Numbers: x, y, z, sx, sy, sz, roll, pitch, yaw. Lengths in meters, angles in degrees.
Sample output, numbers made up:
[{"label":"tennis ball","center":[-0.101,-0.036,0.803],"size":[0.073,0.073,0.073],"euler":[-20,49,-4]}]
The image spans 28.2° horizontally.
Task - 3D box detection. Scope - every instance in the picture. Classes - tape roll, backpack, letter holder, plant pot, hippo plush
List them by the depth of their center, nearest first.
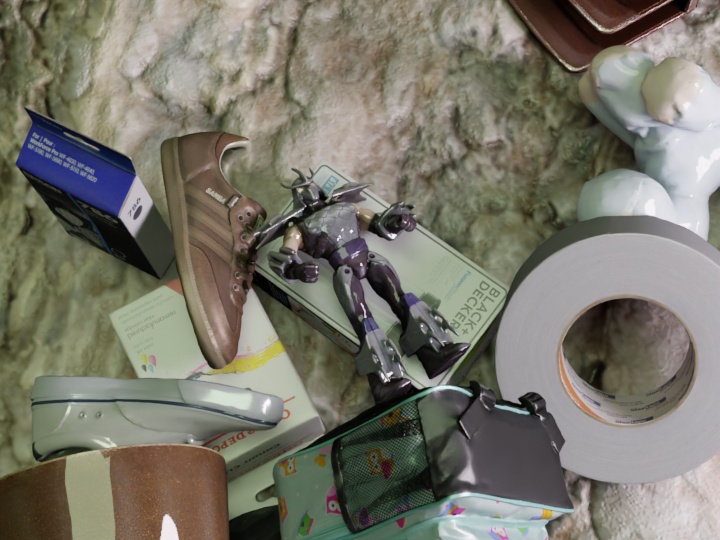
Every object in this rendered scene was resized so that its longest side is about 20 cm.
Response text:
[{"label":"plant pot","center":[-0.167,0.246,1.001],"size":[0.186,0.187,0.200],"euler":[-14,68,-1]},{"label":"backpack","center":[0.037,0.175,1.054],"size":[0.200,0.176,0.154],"euler":[-18,71,35]},{"label":"tape roll","center":[0.205,0.060,1.104],"size":[0.200,0.066,0.201],"euler":[2,105,9]},{"label":"hippo plush","center":[0.243,-0.079,1.184],"size":[0.200,0.159,0.161],"euler":[22,91,-32]},{"label":"letter holder","center":[0.188,-0.295,1.261],"size":[0.142,0.101,0.200],"euler":[-30,72,-5]}]

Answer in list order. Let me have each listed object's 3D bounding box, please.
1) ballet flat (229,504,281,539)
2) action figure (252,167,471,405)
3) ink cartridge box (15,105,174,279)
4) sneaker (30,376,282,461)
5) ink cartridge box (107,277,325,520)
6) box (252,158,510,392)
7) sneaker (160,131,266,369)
[{"label":"ballet flat","center":[-0.104,0.237,1.129],"size":[0.200,0.057,0.067],"euler":[-22,64,-11]},{"label":"action figure","center":[0.000,0.000,1.119],"size":[0.130,0.069,0.200],"euler":[-28,77,-19]},{"label":"ink cartridge box","center":[-0.212,-0.057,1.148],"size":[0.099,0.200,0.039],"euler":[26,74,13]},{"label":"sneaker","center":[-0.155,0.119,1.083],"size":[0.200,0.073,0.071],"euler":[0,81,17]},{"label":"ink cartridge box","center":[-0.106,0.101,1.158],"size":[0.116,0.068,0.200],"euler":[-28,72,-6]},{"label":"box","center":[0.016,0.012,1.186],"size":[0.200,0.060,0.117],"euler":[37,77,14]},{"label":"sneaker","center":[-0.108,-0.023,1.131],"size":[0.075,0.070,0.200],"euler":[-12,70,-2]}]
